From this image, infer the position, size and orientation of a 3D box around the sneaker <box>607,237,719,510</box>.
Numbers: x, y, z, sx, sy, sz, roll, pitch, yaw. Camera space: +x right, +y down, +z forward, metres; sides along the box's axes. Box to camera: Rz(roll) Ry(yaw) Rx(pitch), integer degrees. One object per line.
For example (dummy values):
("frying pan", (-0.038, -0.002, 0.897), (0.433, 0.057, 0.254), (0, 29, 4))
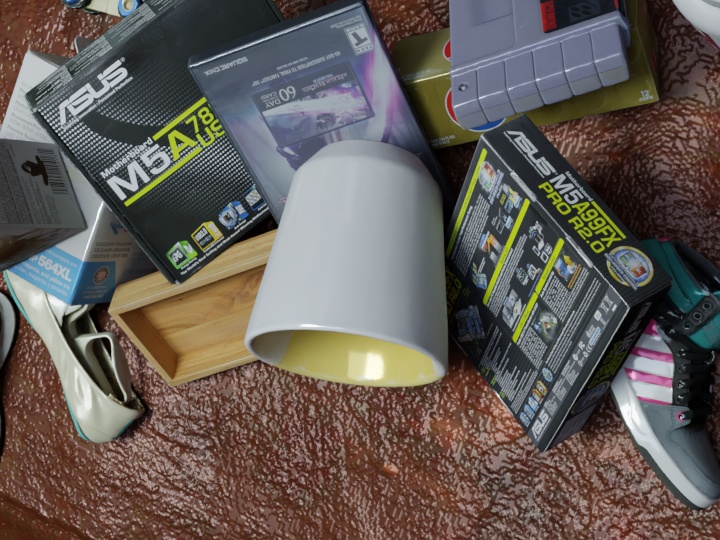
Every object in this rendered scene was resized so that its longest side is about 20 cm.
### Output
("sneaker", (0.244, 0.061, 0.920), (0.120, 0.083, 0.202), (-32, 78, 30))

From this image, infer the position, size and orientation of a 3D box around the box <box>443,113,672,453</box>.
("box", (0.125, 0.015, 0.910), (0.161, 0.044, 0.201), (53, 151, 25))

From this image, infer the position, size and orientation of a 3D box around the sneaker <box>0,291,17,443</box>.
("sneaker", (-0.389, 0.118, 1.174), (0.075, 0.115, 0.204), (14, 97, 22))

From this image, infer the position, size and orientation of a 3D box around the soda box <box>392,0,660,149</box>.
("soda box", (0.123, -0.152, 0.959), (0.197, 0.065, 0.068), (-11, 131, 23))

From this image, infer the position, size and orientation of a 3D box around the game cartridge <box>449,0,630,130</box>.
("game cartridge", (0.126, -0.197, 0.921), (0.128, 0.038, 0.202), (-19, 45, 22))

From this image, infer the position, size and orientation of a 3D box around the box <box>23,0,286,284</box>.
("box", (-0.126, -0.119, 0.995), (0.199, 0.194, 0.048), (-37, 37, -3))

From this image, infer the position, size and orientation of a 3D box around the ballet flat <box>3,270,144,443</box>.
("ballet flat", (-0.253, 0.055, 1.142), (0.069, 0.069, 0.202), (-26, 90, 21))

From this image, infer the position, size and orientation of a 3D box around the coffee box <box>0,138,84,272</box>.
("coffee box", (-0.318, -0.045, 0.953), (0.113, 0.199, 0.081), (-24, 82, 22))

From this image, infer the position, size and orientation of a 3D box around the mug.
("mug", (-0.006, -0.003, 0.945), (0.147, 0.187, 0.156), (12, 72, -13))

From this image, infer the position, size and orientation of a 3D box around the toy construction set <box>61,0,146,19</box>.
("toy construction set", (-0.212, -0.287, 1.106), (0.198, 0.092, 0.133), (19, 99, 33))

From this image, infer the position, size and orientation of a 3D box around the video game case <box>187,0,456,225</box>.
("video game case", (-0.025, -0.103, 0.974), (0.141, 0.019, 0.201), (-16, 128, 16))

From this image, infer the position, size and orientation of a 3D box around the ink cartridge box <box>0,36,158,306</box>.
("ink cartridge box", (-0.227, -0.090, 1.091), (0.124, 0.128, 0.202), (27, 102, 20))

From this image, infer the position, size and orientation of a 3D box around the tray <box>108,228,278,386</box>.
("tray", (-0.101, 0.028, 1.061), (0.198, 0.037, 0.099), (-19, 127, 22))

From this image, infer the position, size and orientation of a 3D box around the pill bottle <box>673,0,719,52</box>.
("pill bottle", (0.262, -0.202, 0.837), (0.111, 0.199, 0.115), (1, 92, 23))
